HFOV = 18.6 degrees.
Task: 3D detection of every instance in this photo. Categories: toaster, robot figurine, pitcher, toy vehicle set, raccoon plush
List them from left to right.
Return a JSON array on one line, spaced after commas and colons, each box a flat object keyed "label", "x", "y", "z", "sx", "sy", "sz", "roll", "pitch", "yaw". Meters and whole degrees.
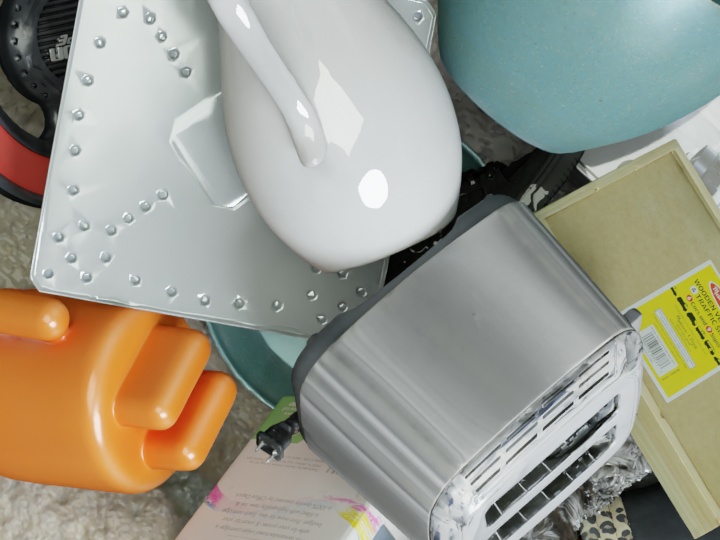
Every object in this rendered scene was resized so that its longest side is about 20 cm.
[{"label": "robot figurine", "x": -0.173, "y": 0.071, "z": 1.291, "sx": 0.199, "sy": 0.144, "sz": 0.118, "roll": 4, "pitch": 90, "yaw": 30}, {"label": "pitcher", "x": -0.028, "y": -0.099, "z": 1.145, "sx": 0.121, "sy": 0.172, "sz": 0.201, "roll": -19, "pitch": 101, "yaw": 19}, {"label": "toaster", "x": 0.056, "y": 0.066, "z": 1.152, "sx": 0.200, "sy": 0.114, "sz": 0.129, "roll": -38, "pitch": 63, "yaw": -19}, {"label": "raccoon plush", "x": 0.096, "y": 0.116, "z": 1.269, "sx": 0.200, "sy": 0.134, "sz": 0.097, "roll": -35, "pitch": 81, "yaw": -29}, {"label": "toy vehicle set", "x": 0.184, "y": 0.035, "z": 1.243, "sx": 0.124, "sy": 0.027, "sz": 0.201, "roll": -25, "pitch": 81, "yaw": -35}]

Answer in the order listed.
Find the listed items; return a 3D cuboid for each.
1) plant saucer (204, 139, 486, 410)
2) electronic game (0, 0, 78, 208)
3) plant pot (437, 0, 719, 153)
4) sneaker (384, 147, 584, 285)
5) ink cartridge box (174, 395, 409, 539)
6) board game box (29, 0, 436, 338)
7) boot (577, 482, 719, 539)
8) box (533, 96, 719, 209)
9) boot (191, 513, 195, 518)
[{"label": "plant saucer", "x": 0.000, "y": 0.000, "z": 1.346, "sx": 0.198, "sy": 0.036, "sz": 0.202, "roll": 0, "pitch": 87, "yaw": 2}, {"label": "electronic game", "x": -0.179, "y": -0.136, "z": 1.294, "sx": 0.041, "sy": 0.199, "sz": 0.202, "roll": -1, "pitch": 87, "yaw": 42}, {"label": "plant pot", "x": 0.120, "y": -0.145, "z": 1.224, "sx": 0.200, "sy": 0.200, "sz": 0.135, "roll": 40, "pitch": 110, "yaw": 2}, {"label": "sneaker", "x": 0.032, "y": -0.031, "z": 1.295, "sx": 0.104, "sy": 0.060, "sz": 0.200, "roll": 43, "pitch": 100, "yaw": 2}, {"label": "ink cartridge box", "x": -0.040, "y": 0.166, "z": 1.238, "sx": 0.200, "sy": 0.117, "sz": 0.068, "roll": -52, "pitch": 130, "yaw": -35}, {"label": "board game box", "x": -0.072, "y": -0.072, "z": 1.240, "sx": 0.198, "sy": 0.026, "sz": 0.202, "roll": 10, "pitch": 96, "yaw": -10}, {"label": "boot", "x": 0.222, "y": 0.208, "z": 1.313, "sx": 0.153, "sy": 0.074, "sz": 0.205, "roll": -16, "pitch": 78, "yaw": 0}, {"label": "box", "x": 0.166, "y": -0.099, "z": 1.333, "sx": 0.200, "sy": 0.060, "sz": 0.117, "roll": 45, "pitch": 89, "yaw": 3}, {"label": "boot", "x": -0.104, "y": 0.210, "z": 1.333, "sx": 0.198, "sy": 0.070, "sz": 0.133, "roll": 5, "pitch": 85, "yaw": -9}]
